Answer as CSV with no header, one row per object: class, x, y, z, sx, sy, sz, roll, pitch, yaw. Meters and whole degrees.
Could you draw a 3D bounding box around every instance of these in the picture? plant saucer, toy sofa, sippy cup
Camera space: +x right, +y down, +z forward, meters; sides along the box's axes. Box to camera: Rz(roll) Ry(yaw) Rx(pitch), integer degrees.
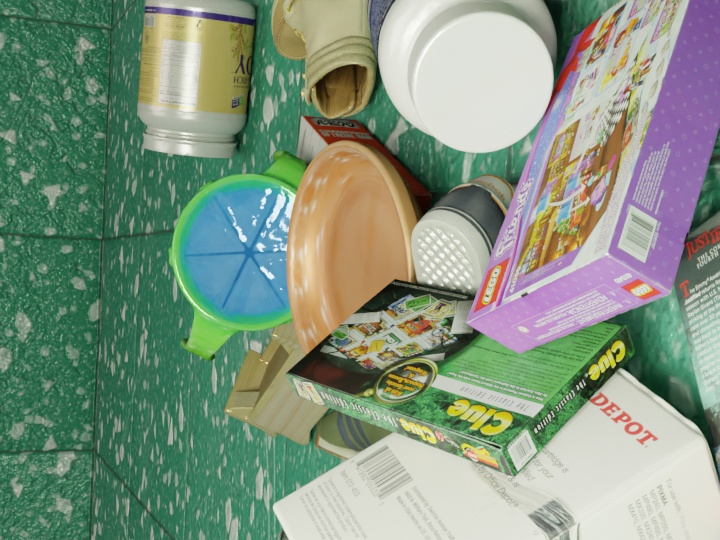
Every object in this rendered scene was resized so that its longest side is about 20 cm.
plant saucer,0.000,0.000,0.872,0.200,0.037,0.202,7,97,60
toy sofa,-0.061,0.093,1.127,0.200,0.097,0.083,124,167,-53
sippy cup,-0.105,-0.014,1.013,0.141,0.177,0.130,62,171,-4

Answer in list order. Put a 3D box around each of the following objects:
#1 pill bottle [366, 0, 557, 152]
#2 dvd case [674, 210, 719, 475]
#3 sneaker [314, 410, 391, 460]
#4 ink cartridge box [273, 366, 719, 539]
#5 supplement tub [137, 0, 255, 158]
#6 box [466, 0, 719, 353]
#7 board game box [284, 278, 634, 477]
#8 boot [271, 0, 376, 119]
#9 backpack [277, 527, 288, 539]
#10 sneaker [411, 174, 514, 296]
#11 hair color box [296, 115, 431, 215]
pill bottle,0.063,-0.148,0.710,0.200,0.110,0.112,-96,17,-63
dvd case,0.207,0.051,0.500,0.146,0.022,0.202,129,137,-57
sneaker,0.021,0.119,0.922,0.200,0.067,0.091,-174,94,-68
ink cartridge box,0.072,0.136,0.588,0.085,0.199,0.145,64,171,-26
supplement tub,-0.215,-0.255,1.451,0.145,0.144,0.202,-150,64,-66
box,0.131,-0.065,0.572,0.201,0.039,0.137,-67,13,-22
board game box,0.049,0.054,0.641,0.199,0.105,0.024,12,133,54
boot,-0.037,-0.216,1.083,0.200,0.072,0.157,-33,52,57
backpack,0.021,0.233,0.753,0.200,0.176,0.152,-149,67,-77
sneaker,0.081,0.026,0.764,0.078,0.079,0.201,25,138,25
hair color box,-0.007,-0.056,1.008,0.200,0.063,0.112,-127,43,-57
